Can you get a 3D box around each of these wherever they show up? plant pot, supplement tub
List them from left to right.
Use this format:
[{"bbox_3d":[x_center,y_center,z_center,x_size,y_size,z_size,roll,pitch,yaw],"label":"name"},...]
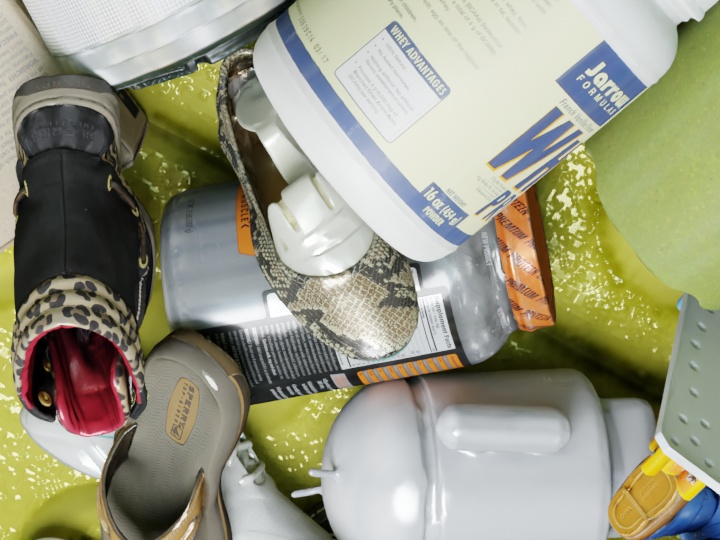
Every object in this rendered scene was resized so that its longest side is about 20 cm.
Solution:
[{"bbox_3d":[0.000,0.000,1.361,0.198,0.123,0.123,-11,109,7],"label":"supplement tub"},{"bbox_3d":[0.063,-0.117,1.229,0.200,0.145,0.145,-40,102,10],"label":"supplement tub"},{"bbox_3d":[0.221,-0.080,1.295,0.190,0.200,0.200,-37,103,27],"label":"plant pot"}]

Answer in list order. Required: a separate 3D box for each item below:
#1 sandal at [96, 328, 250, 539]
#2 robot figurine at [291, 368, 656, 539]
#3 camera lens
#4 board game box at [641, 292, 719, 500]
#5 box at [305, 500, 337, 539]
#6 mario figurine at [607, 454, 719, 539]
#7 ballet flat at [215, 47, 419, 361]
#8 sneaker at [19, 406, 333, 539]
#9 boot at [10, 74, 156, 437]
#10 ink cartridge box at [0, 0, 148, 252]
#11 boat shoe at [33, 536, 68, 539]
[{"bbox_3d":[-0.105,0.120,1.345,0.081,0.055,0.201,30,132,14],"label":"sandal"},{"bbox_3d":[0.064,0.113,1.389,0.198,0.114,0.170,-2,153,-11],"label":"robot figurine"},{"bbox_3d":[-0.117,-0.203,1.276,0.159,0.160,0.201,-24,107,12],"label":"camera lens"},{"bbox_3d":[0.239,0.098,1.340,0.199,0.200,0.026,37,122,-9],"label":"board game box"},{"bbox_3d":[0.000,0.240,1.493,0.143,0.036,0.200,-36,101,15],"label":"box"},{"bbox_3d":[0.216,0.125,1.357,0.105,0.200,0.125,11,98,30],"label":"mario figurine"},{"bbox_3d":[-0.032,-0.041,1.272,0.067,0.201,0.076,-26,139,-3],"label":"ballet flat"},{"bbox_3d":[-0.094,0.103,1.422,0.199,0.070,0.081,32,100,6],"label":"sneaker"},{"bbox_3d":[-0.140,0.016,1.283,0.073,0.151,0.201,-3,145,-4],"label":"boot"},{"bbox_3d":[-0.242,-0.081,1.376,0.199,0.075,0.165,-33,106,14],"label":"ink cartridge box"},{"bbox_3d":[-0.144,0.250,1.483,0.071,0.066,0.202,-18,111,37],"label":"boat shoe"}]
